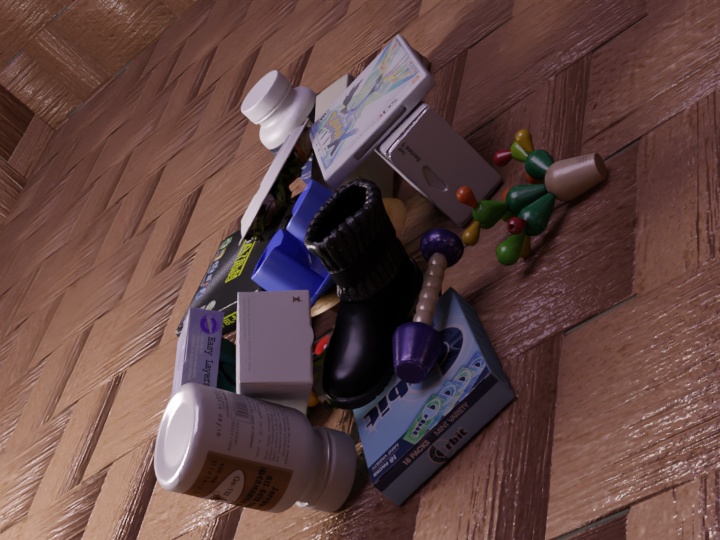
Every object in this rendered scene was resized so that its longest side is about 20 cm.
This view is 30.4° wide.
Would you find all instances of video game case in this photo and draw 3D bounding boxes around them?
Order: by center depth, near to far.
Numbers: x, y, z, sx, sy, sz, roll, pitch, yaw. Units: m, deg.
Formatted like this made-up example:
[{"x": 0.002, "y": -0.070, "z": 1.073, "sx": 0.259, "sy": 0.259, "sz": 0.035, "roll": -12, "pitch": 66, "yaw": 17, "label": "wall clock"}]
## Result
[{"x": 0.010, "y": -0.207, "z": 1.693, "sx": 0.182, "sy": 0.022, "sz": 0.200, "roll": -46, "pitch": 23, "yaw": 11, "label": "video game case"}]

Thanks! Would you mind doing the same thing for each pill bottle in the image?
[{"x": -0.110, "y": 0.197, "z": 1.418, "sx": 0.114, "sy": 0.198, "sz": 0.116, "roll": -40, "pitch": 41, "yaw": 48, "label": "pill bottle"}, {"x": -0.082, "y": -0.206, "z": 2.006, "sx": 0.111, "sy": 0.200, "sz": 0.112, "roll": -39, "pitch": 25, "yaw": 22, "label": "pill bottle"}]

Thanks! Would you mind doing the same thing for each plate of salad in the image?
[{"x": -0.111, "y": -0.118, "z": 1.834, "sx": 0.202, "sy": 0.048, "sz": 0.200, "roll": -60, "pitch": 6, "yaw": 10, "label": "plate of salad"}]

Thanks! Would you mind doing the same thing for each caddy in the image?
[{"x": -0.051, "y": -0.022, "z": 1.575, "sx": 0.142, "sy": 0.104, "sz": 0.200, "roll": -55, "pitch": 7, "yaw": 10, "label": "caddy"}]

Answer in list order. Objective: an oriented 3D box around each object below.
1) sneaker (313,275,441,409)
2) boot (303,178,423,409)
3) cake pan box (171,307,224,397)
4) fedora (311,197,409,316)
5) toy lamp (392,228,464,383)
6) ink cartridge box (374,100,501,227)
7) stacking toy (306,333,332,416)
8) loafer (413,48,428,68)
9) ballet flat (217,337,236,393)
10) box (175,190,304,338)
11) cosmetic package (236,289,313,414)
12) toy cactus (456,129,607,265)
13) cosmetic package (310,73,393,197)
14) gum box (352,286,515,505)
[{"x": 0.011, "y": 0.071, "z": 1.543, "sx": 0.200, "sy": 0.077, "sz": 0.075, "roll": -44, "pitch": -22, "yaw": 9, "label": "sneaker"}, {"x": -0.011, "y": 0.025, "z": 1.431, "sx": 0.079, "sy": 0.158, "sz": 0.213, "roll": 2, "pitch": 55, "yaw": 28, "label": "boot"}, {"x": -0.217, "y": 0.160, "z": 1.711, "sx": 0.184, "sy": 0.052, "sz": 0.203, "roll": 129, "pitch": 147, "yaw": -68, "label": "cake pan box"}, {"x": 0.000, "y": 0.000, "z": 1.693, "sx": 0.200, "sy": 0.082, "sz": 0.201, "roll": -38, "pitch": 25, "yaw": 21, "label": "fedora"}, {"x": 0.073, "y": 0.039, "z": 1.425, "sx": 0.058, "sy": 0.058, "sz": 0.201, "roll": -30, "pitch": 28, "yaw": 38, "label": "toy lamp"}, {"x": 0.079, "y": -0.155, "z": 1.702, "sx": 0.084, "sy": 0.145, "sz": 0.200, "roll": -47, "pitch": 23, "yaw": 3, "label": "ink cartridge box"}, {"x": -0.083, "y": 0.154, "z": 1.625, "sx": 0.200, "sy": 0.085, "sz": 0.085, "roll": -41, "pitch": 24, "yaw": 6, "label": "stacking toy"}, {"x": 0.049, "y": -0.277, "z": 2.043, "sx": 0.075, "sy": 0.068, "sz": 0.201, "roll": -30, "pitch": 30, "yaw": 37, "label": "loafer"}, {"x": -0.189, "y": 0.153, "z": 1.831, "sx": 0.071, "sy": 0.067, "sz": 0.200, "roll": -61, "pitch": 20, "yaw": 8, "label": "ballet flat"}, {"x": -0.155, "y": 0.000, "z": 1.857, "sx": 0.192, "sy": 0.047, "sz": 0.201, "roll": -29, "pitch": 29, "yaw": 43, "label": "box"}, {"x": -0.099, "y": 0.105, "z": 1.495, "sx": 0.200, "sy": 0.084, "sz": 0.109, "roll": 101, "pitch": 167, "yaw": -67, "label": "cosmetic package"}, {"x": 0.195, "y": -0.097, "z": 1.494, "sx": 0.164, "sy": 0.103, "sz": 0.201, "roll": -22, "pitch": 25, "yaw": 30, "label": "toy cactus"}, {"x": -0.010, "y": -0.168, "z": 1.892, "sx": 0.073, "sy": 0.103, "sz": 0.202, "roll": -30, "pitch": 44, "yaw": 37, "label": "cosmetic package"}, {"x": 0.070, "y": 0.129, "z": 1.416, "sx": 0.170, "sy": 0.044, "sz": 0.200, "roll": -44, "pitch": 23, "yaw": 11, "label": "gum box"}]
